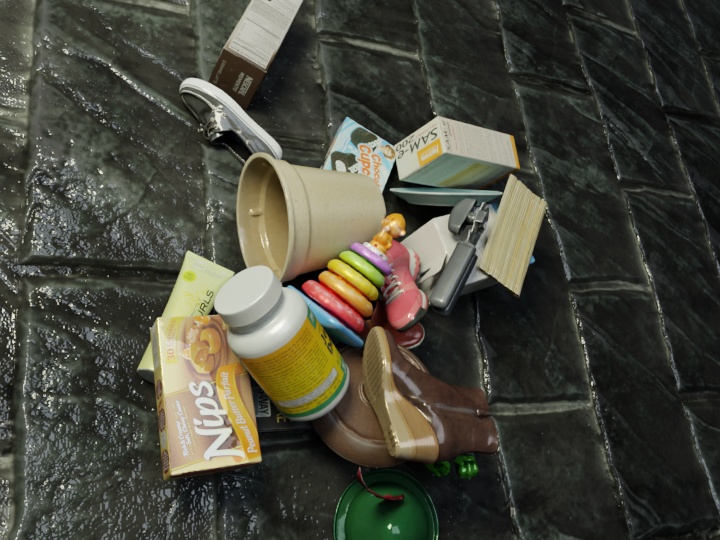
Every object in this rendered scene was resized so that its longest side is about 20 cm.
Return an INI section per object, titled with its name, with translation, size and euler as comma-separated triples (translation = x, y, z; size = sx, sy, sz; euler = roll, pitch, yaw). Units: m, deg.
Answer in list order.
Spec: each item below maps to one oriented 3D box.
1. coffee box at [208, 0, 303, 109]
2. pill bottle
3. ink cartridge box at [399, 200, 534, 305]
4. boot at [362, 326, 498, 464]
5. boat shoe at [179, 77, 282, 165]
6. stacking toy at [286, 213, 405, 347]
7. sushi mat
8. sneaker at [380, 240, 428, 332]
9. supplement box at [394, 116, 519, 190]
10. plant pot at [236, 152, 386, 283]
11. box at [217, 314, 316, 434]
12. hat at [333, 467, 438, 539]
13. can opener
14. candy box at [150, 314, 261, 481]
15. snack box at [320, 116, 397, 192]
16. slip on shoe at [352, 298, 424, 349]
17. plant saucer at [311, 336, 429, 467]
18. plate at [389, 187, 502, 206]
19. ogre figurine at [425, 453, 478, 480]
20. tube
[coffee box]
translation = -0.181, -0.396, 1.149
size = 0.079, 0.114, 0.201
euler = 27, 59, -15
[pill bottle]
translation = -0.102, 0.094, 0.860
size = 0.113, 0.112, 0.200
euler = -56, 131, -34
[ink cartridge box]
translation = 0.173, -0.027, 1.160
size = 0.199, 0.128, 0.126
euler = -15, 77, -33
[boot]
translation = 0.096, 0.172, 0.935
size = 0.166, 0.072, 0.201
euler = 3, 56, -27
[boat shoe]
translation = -0.222, -0.229, 1.085
size = 0.200, 0.070, 0.066
euler = 41, 54, -15
[stacking toy]
translation = 0.000, 0.000, 0.957
size = 0.116, 0.110, 0.200
euler = 33, 84, 32
[sushi mat]
translation = 0.263, -0.062, 1.130
size = 0.095, 0.012, 0.201
euler = 32, 64, -19
[sneaker]
translation = 0.048, 0.017, 1.046
size = 0.087, 0.074, 0.201
euler = 40, 25, -27
[supplement box]
translation = 0.179, -0.210, 1.228
size = 0.199, 0.126, 0.074
euler = 4, 71, -38
[plant pot]
translation = -0.069, -0.080, 1.016
size = 0.183, 0.200, 0.201
euler = -7, 72, -31
[box]
translation = -0.126, 0.139, 0.978
size = 0.157, 0.050, 0.201
euler = 4, 66, -27
[hat]
translation = 0.064, 0.349, 0.907
size = 0.199, 0.176, 0.166
euler = -2, 69, -28
[can opener]
translation = 0.150, -0.026, 1.052
size = 0.067, 0.053, 0.201
euler = 20, 69, 25
[candy box]
translation = -0.203, 0.160, 0.863
size = 0.115, 0.055, 0.201
euler = -1, 69, -28
[snack box]
translation = -0.013, -0.167, 1.180
size = 0.116, 0.037, 0.201
euler = 29, 58, -14
[slip on shoe]
translation = 0.021, 0.075, 1.077
size = 0.199, 0.061, 0.074
euler = 25, 57, -17
[plant saucer]
translation = 0.023, 0.179, 0.957
size = 0.199, 0.035, 0.201
euler = 7, 57, -11
[plate]
translation = 0.150, -0.130, 1.174
size = 0.199, 0.200, 0.026
euler = -3, 101, -29
[ogre figurine]
translation = 0.092, 0.234, 1.013
size = 0.120, 0.199, 0.098
euler = -55, 139, -45
[tube]
translation = -0.253, 0.065, 0.946
size = 0.058, 0.052, 0.201
euler = 57, 41, -43
